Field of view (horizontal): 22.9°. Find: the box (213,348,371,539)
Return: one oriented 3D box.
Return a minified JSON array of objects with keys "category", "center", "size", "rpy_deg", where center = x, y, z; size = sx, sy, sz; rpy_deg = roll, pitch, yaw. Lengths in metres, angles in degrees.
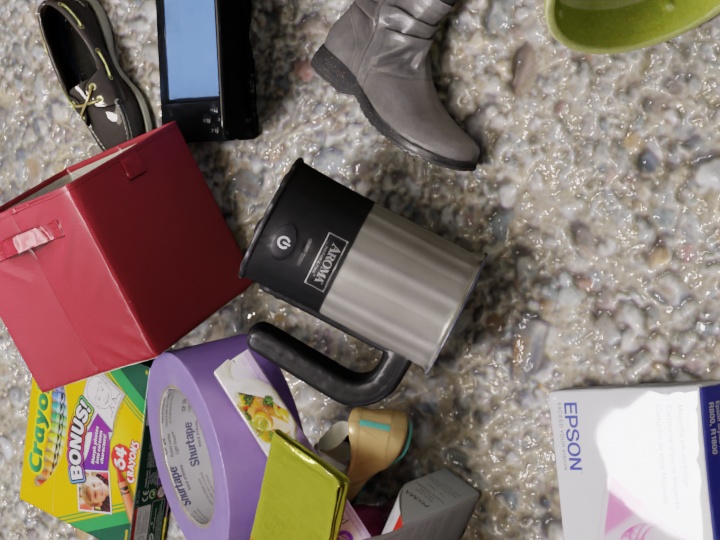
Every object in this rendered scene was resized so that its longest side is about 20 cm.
[{"category":"box","center":[-0.060,0.161,1.558],"size":[0.039,0.041,0.200],"rpy_deg":[-33,88,-5]}]

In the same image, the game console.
[{"category":"game console","center":[-0.160,-0.222,1.690],"size":[0.176,0.116,0.201],"rpy_deg":[1,95,38]}]

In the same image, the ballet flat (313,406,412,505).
[{"category":"ballet flat","center":[-0.013,0.165,1.603],"size":[0.200,0.063,0.069],"rpy_deg":[127,155,-58]}]

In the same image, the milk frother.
[{"category":"milk frother","center":[0.000,0.000,1.587],"size":[0.188,0.200,0.181],"rpy_deg":[28,121,1]}]

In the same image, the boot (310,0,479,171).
[{"category":"boot","center":[0.050,-0.187,1.562],"size":[0.200,0.070,0.132],"rpy_deg":[41,112,23]}]

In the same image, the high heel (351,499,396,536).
[{"category":"high heel","center":[-0.023,0.301,1.646],"size":[0.067,0.096,0.200],"rpy_deg":[42,118,27]}]

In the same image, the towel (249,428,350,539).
[{"category":"towel","center":[-0.062,0.237,1.548],"size":[0.086,0.018,0.200],"rpy_deg":[31,128,24]}]

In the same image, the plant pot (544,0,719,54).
[{"category":"plant pot","center":[0.201,-0.300,1.369],"size":[0.200,0.200,0.185],"rpy_deg":[-42,58,33]}]

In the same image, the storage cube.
[{"category":"storage cube","center":[-0.240,-0.013,1.711],"size":[0.171,0.200,0.180],"rpy_deg":[-18,102,37]}]

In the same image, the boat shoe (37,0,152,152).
[{"category":"boat shoe","center":[-0.274,-0.188,1.818],"size":[0.072,0.060,0.202],"rpy_deg":[-34,73,35]}]

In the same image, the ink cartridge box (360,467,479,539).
[{"category":"ink cartridge box","center":[0.010,0.266,1.550],"size":[0.047,0.200,0.160],"rpy_deg":[35,114,27]}]

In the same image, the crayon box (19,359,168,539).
[{"category":"crayon box","center":[-0.271,0.169,1.852],"size":[0.172,0.058,0.201],"rpy_deg":[18,105,36]}]

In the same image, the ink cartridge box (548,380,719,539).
[{"category":"ink cartridge box","center":[0.254,0.190,1.453],"size":[0.200,0.043,0.197],"rpy_deg":[-6,90,40]}]

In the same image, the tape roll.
[{"category":"tape roll","center":[-0.126,0.165,1.670],"size":[0.200,0.085,0.201],"rpy_deg":[42,139,53]}]
